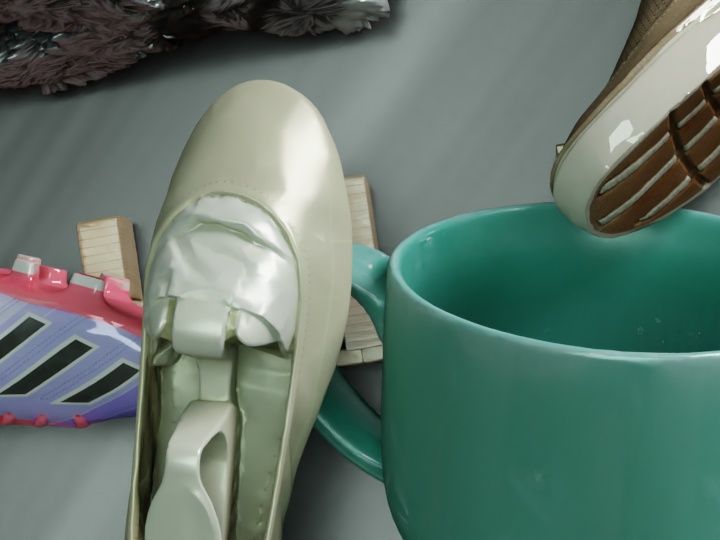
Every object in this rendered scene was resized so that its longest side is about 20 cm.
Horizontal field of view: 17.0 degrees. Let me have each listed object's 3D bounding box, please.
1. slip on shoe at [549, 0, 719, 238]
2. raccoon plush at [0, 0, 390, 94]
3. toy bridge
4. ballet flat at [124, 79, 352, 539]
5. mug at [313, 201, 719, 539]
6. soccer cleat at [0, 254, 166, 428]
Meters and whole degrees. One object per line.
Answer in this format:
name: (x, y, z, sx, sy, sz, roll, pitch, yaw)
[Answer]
slip on shoe: (0.123, -0.091, 0.831, 0.060, 0.076, 0.200, 35, 68, 23)
raccoon plush: (-0.096, -0.143, 0.890, 0.199, 0.097, 0.135, 0, 69, -24)
toy bridge: (0.000, 0.000, 0.875, 0.199, 0.027, 0.068, -9, 86, 5)
ballet flat: (-0.044, 0.039, 0.769, 0.069, 0.069, 0.202, 6, 93, 6)
mug: (0.073, 0.050, 0.810, 0.151, 0.185, 0.115, -11, 112, -31)
soccer cleat: (-0.138, 0.028, 0.841, 0.199, 0.067, 0.077, 16, 91, 5)
